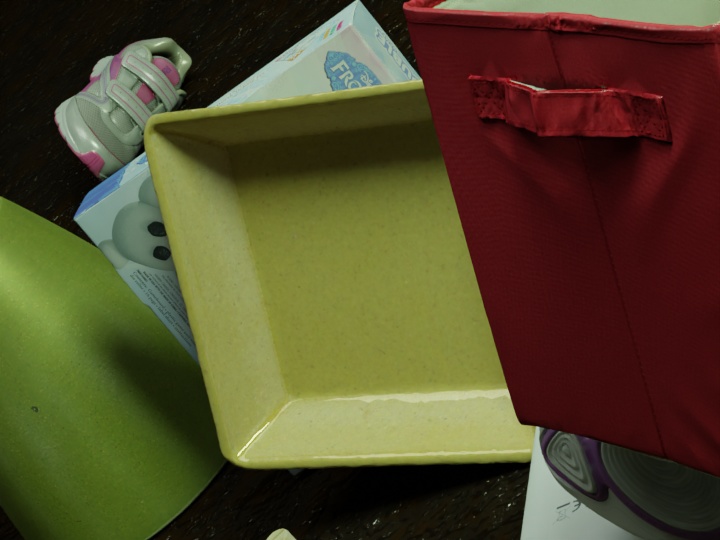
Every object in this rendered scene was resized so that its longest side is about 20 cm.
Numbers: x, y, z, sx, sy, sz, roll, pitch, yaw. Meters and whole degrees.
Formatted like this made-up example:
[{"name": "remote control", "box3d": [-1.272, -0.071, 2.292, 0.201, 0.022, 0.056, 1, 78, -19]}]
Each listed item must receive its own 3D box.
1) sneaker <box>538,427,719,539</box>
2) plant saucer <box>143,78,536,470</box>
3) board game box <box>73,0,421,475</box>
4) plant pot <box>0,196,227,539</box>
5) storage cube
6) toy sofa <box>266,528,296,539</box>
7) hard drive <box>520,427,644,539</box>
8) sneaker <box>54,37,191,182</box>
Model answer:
[{"name": "sneaker", "box3d": [0.173, 0.061, 0.918, 0.199, 0.075, 0.100, -8, 14, 23]}, {"name": "plant saucer", "box3d": [0.000, 0.000, 1.159, 0.199, 0.201, 0.048, -4, 17, 31]}, {"name": "board game box", "box3d": [-0.019, -0.014, 1.240, 0.199, 0.200, 0.043, -32, 18, 22]}, {"name": "plant pot", "box3d": [-0.196, 0.057, 1.413, 0.187, 0.200, 0.187, -35, 22, 17]}, {"name": "storage cube", "box3d": [0.152, -0.043, 0.827, 0.199, 0.181, 0.171, -28, 23, -30]}, {"name": "toy sofa", "box3d": [-0.086, 0.216, 1.075, 0.200, 0.083, 0.098, -39, 22, 7]}, {"name": "hard drive", "box3d": [0.137, 0.077, 1.021, 0.132, 0.025, 0.200, -25, 26, 24]}, {"name": "sneaker", "box3d": [-0.209, -0.156, 2.017, 0.088, 0.081, 0.200, -32, 24, 28]}]
